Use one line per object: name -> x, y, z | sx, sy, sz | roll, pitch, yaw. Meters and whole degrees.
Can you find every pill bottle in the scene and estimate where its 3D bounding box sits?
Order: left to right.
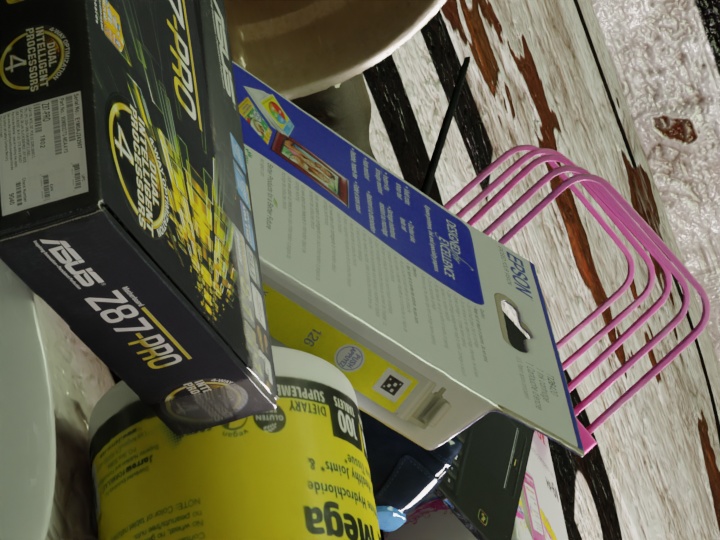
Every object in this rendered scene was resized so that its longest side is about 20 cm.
pill bottle -> -0.043, 0.140, 0.966 | 0.112, 0.112, 0.200 | 49, 27, -59

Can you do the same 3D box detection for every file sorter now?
file sorter -> 0.123, 0.006, 1.568 | 0.139, 0.125, 0.200 | 49, 0, -12

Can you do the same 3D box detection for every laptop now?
laptop -> 0.067, 0.020, 1.341 | 0.200, 0.103, 0.177 | 48, 33, -21

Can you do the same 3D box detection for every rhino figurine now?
rhino figurine -> -0.027, -0.046, 1.304 | 0.060, 0.087, 0.200 | -82, 162, -52

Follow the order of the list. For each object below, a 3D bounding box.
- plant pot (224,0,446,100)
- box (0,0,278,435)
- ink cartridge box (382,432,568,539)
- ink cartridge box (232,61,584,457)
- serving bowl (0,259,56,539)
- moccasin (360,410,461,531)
plant pot -> -0.064, -0.213, 1.199 | 0.200, 0.200, 0.184 | 55, 11, -52
box -> -0.089, -0.061, 0.898 | 0.161, 0.049, 0.200 | 58, 20, -56
ink cartridge box -> 0.070, 0.161, 1.454 | 0.145, 0.085, 0.200 | 50, 25, -60
ink cartridge box -> 0.000, 0.000, 1.110 | 0.200, 0.047, 0.198 | 35, 19, -17
serving bowl -> -0.164, 0.014, 0.737 | 0.200, 0.066, 0.200 | -18, 90, -77
moccasin -> -0.014, 0.035, 1.192 | 0.200, 0.068, 0.080 | 55, 10, 26
